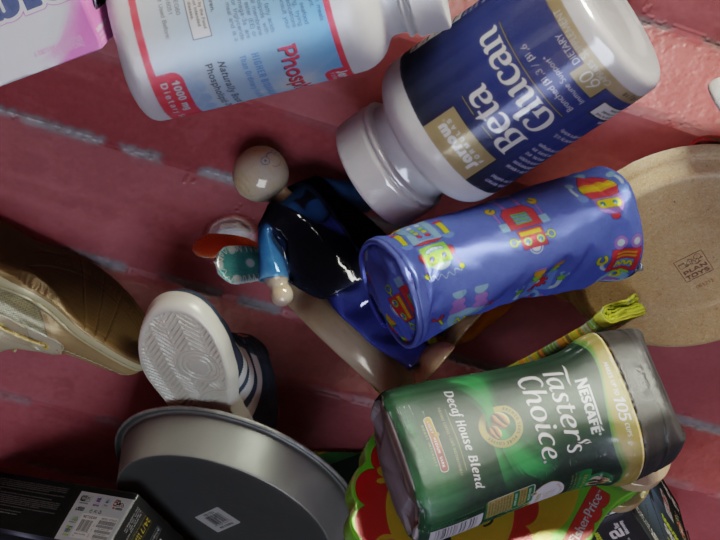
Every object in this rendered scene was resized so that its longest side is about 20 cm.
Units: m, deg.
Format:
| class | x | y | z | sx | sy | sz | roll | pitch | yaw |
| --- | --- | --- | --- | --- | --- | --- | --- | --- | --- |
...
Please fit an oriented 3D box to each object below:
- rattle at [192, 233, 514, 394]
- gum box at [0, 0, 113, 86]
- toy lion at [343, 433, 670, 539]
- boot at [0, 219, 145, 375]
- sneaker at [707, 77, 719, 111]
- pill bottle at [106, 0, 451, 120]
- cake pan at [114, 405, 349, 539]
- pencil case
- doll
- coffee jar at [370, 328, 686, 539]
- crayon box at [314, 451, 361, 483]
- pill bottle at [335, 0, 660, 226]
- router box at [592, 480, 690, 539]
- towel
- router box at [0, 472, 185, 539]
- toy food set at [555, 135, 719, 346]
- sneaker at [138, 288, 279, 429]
| class | x | y | z | sx | sy | sz | roll | pitch | yaw |
| --- | --- | --- | --- | --- | --- | --- | --- | --- | --- |
| rattle | 0.000 | 0.000 | 1.317 | 0.200 | 0.130 | 0.143 | 44 | 107 | -5 |
| gum box | -0.252 | -0.167 | 1.120 | 0.199 | 0.066 | 0.114 | -18 | 109 | 12 |
| toy lion | 0.093 | 0.161 | 1.284 | 0.191 | 0.200 | 0.069 | 32 | 154 | 6 |
| boot | -0.266 | 0.050 | 1.333 | 0.200 | 0.073 | 0.155 | 29 | 123 | -25 |
| sneaker | 0.329 | -0.106 | 1.250 | 0.200 | 0.071 | 0.099 | 26 | 123 | -32 |
| pill bottle | -0.049 | -0.167 | 1.134 | 0.199 | 0.109 | 0.109 | -13 | 132 | 7 |
| cake pan | -0.099 | 0.175 | 1.383 | 0.200 | 0.037 | 0.201 | 14 | 144 | 10 |
| pencil case | 0.096 | -0.009 | 1.224 | 0.200 | 0.078 | 0.087 | -17 | 155 | -25 |
| doll | -0.009 | -0.013 | 1.267 | 0.200 | 0.136 | 0.048 | 41 | 143 | 2 |
| coffee jar | 0.115 | 0.109 | 1.236 | 0.199 | 0.105 | 0.085 | -15 | 156 | -12 |
| crayon box | -0.027 | 0.239 | 1.532 | 0.172 | 0.058 | 0.200 | 1 | 131 | -6 |
| pill bottle | 0.085 | -0.114 | 1.190 | 0.200 | 0.111 | 0.111 | -34 | 126 | 23 |
| router box | 0.209 | 0.198 | 1.454 | 0.062 | 0.150 | 0.200 | -24 | 130 | 15 |
| towel | 0.110 | 0.071 | 1.329 | 0.200 | 0.018 | 0.086 | -30 | 170 | 25 |
| router box | -0.209 | 0.230 | 1.448 | 0.200 | 0.052 | 0.157 | 3 | 143 | 41 |
| toy food set | 0.238 | -0.017 | 1.333 | 0.198 | 0.049 | 0.200 | 32 | 122 | -29 |
| sneaker | -0.106 | 0.065 | 1.348 | 0.075 | 0.085 | 0.200 | 7 | 142 | 17 |
